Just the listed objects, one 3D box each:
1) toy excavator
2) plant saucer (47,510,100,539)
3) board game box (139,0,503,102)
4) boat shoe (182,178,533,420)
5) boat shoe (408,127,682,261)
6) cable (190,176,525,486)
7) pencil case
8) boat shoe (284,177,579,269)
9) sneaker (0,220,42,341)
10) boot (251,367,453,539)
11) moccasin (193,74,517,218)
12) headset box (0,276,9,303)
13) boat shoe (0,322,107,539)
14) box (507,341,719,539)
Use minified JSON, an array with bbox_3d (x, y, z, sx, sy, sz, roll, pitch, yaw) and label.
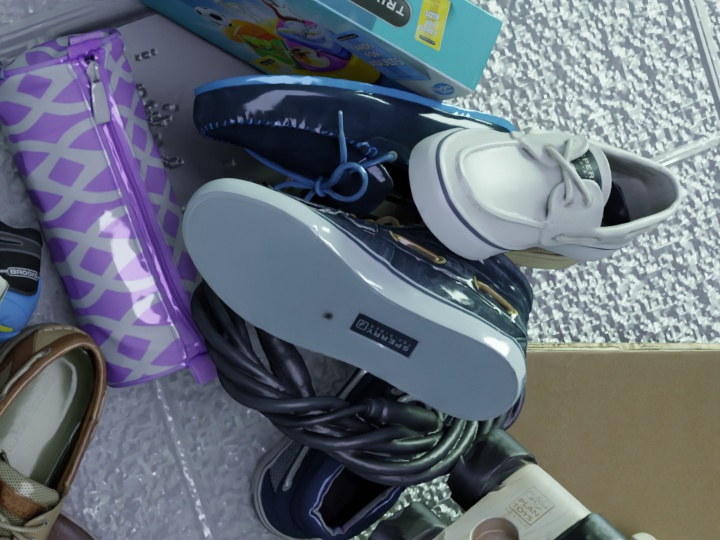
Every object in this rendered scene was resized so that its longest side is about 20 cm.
[{"bbox_3d":[0.101,0.177,1.601,0.194,0.100,0.201,-37,148,-22],"label":"toy excavator"},{"bbox_3d":[-0.212,0.217,1.567,0.199,0.032,0.202,0,90,-24],"label":"plant saucer"},{"bbox_3d":[-0.045,-0.152,1.567,0.199,0.151,0.047,28,75,-21],"label":"board game box"},{"bbox_3d":[0.000,0.000,1.521,0.200,0.091,0.071,31,123,-11],"label":"boat shoe"},{"bbox_3d":[0.102,-0.043,1.542,0.199,0.065,0.072,13,60,-51],"label":"boat shoe"},{"bbox_3d":[0.006,0.038,1.563,0.199,0.051,0.164,30,42,-18],"label":"cable"},{"bbox_3d":[-0.132,-0.035,1.568,0.084,0.085,0.201,-31,105,-37],"label":"pencil case"},{"bbox_3d":[0.056,-0.040,1.651,0.199,0.072,0.073,8,75,-22],"label":"boat shoe"},{"bbox_3d":[-0.255,-0.035,1.532,0.199,0.071,0.083,30,53,-16],"label":"sneaker"},{"bbox_3d":[0.029,0.079,1.638,0.200,0.090,0.073,-48,108,-16],"label":"boot"},{"bbox_3d":[0.003,-0.060,1.547,0.199,0.080,0.069,8,81,-28],"label":"moccasin"},{"bbox_3d":[-0.285,0.003,1.460,0.200,0.148,0.075,45,47,-19],"label":"headset box"},{"bbox_3d":[-0.191,0.116,1.518,0.075,0.074,0.201,27,76,-20],"label":"boat shoe"},{"bbox_3d":[0.147,0.141,1.709,0.162,0.021,0.202,0,102,-24],"label":"box"}]
